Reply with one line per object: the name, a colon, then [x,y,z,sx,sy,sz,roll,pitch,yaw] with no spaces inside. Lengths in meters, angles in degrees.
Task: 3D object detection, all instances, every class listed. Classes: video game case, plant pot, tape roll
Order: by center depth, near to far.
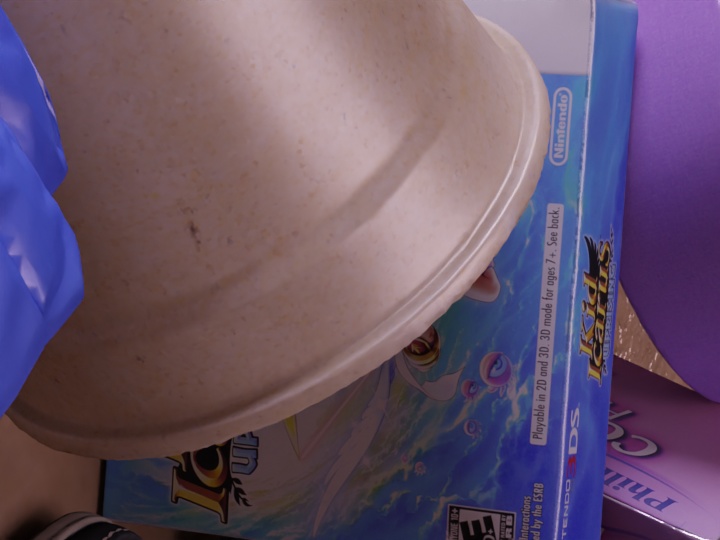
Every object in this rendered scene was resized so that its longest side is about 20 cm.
plant pot: [-0.070,-0.080,0.690,0.184,0.200,0.201,59,42,-34]
video game case: [0.000,0.000,0.828,0.045,0.181,0.200,3,91,-62]
tape roll: [0.147,-0.053,0.889,0.200,0.066,0.200,38,44,-49]

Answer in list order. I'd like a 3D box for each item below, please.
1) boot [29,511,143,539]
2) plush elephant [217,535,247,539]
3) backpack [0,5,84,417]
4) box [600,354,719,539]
boot: [-0.070,0.173,0.742,0.204,0.154,0.074,-64,147,-37]
plush elephant: [-0.019,0.221,0.855,0.200,0.165,0.155,-48,137,-37]
backpack: [-0.170,-0.054,0.509,0.200,0.162,0.168,64,29,-26]
box: [0.064,0.134,0.923,0.097,0.176,0.200,-28,135,-49]
